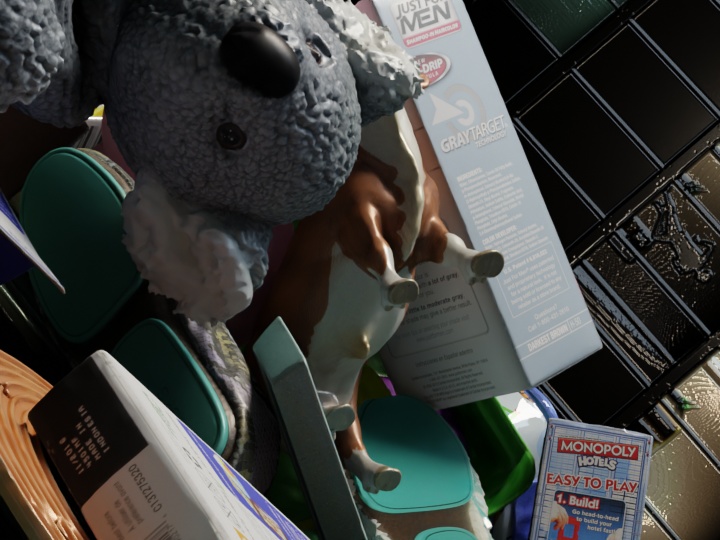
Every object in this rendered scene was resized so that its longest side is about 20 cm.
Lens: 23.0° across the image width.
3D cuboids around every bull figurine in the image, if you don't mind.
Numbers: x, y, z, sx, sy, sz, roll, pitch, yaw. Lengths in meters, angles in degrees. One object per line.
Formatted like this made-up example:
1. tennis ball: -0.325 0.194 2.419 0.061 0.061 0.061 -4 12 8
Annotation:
1. bull figurine: 0.000 0.000 0.798 0.065 0.200 0.121 5 29 -28

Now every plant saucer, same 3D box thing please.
1. plant saucer: -0.005 0.120 0.741 0.070 0.019 0.200 -131 -159 -73

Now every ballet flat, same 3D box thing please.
1. ballet flat: 0.028 0.134 0.809 0.072 0.072 0.200 50 8 -31
2. ballet flat: -0.090 0.029 0.762 0.200 0.072 0.072 57 4 37

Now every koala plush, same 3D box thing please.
1. koala plush: -0.076 -0.094 0.700 0.200 0.178 0.184 40 -19 -18

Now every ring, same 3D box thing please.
1. ring: -0.059 0.102 0.531 0.201 0.019 0.200 49 -2 2

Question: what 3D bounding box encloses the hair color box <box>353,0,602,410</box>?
1. hair color box: 0.033 -0.035 0.879 0.099 0.061 0.200 -19 -85 51

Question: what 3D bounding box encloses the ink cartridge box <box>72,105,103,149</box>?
1. ink cartridge box: -0.142 -0.137 1.042 0.197 0.047 0.200 -3 49 -41

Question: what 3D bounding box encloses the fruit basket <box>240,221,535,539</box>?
1. fruit basket: -0.012 0.071 0.950 0.216 0.155 0.216 55 -8 12

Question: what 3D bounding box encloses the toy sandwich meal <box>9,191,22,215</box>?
1. toy sandwich meal: -0.172 -0.065 1.055 0.205 0.070 0.205 50 -1 1

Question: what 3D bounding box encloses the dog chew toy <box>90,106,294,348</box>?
1. dog chew toy: -0.076 -0.054 0.854 0.124 0.200 0.125 19 25 -9

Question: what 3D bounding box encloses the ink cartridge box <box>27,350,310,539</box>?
1. ink cartridge box: -0.018 0.109 0.545 0.200 0.037 0.095 47 0 -44

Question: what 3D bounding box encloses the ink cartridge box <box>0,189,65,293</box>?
1. ink cartridge box: -0.180 -0.054 0.668 0.099 0.039 0.200 50 -2 -36

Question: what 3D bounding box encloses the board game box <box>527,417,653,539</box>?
1. board game box: 0.119 0.188 0.996 0.061 0.200 0.200 10 -6 7

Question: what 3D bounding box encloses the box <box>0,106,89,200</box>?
1. box: -0.223 -0.128 0.834 0.200 0.075 0.100 52 -2 -28

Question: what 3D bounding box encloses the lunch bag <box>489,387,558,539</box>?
1. lunch bag: 0.065 0.147 1.170 0.160 0.075 0.200 35 -45 42
